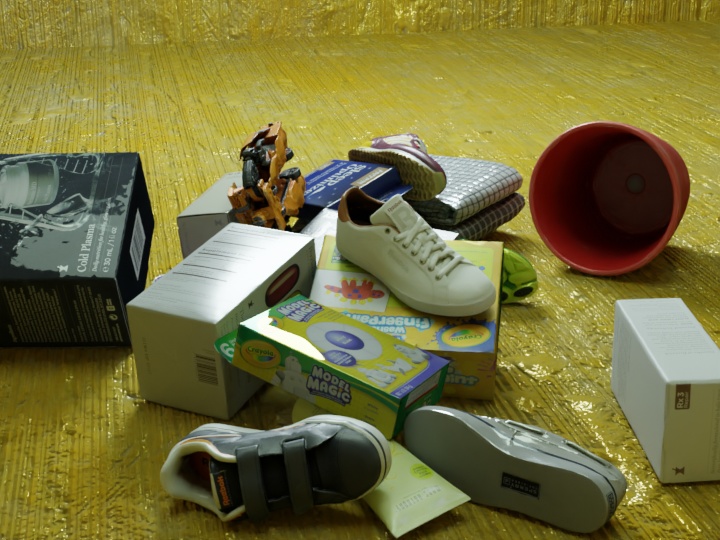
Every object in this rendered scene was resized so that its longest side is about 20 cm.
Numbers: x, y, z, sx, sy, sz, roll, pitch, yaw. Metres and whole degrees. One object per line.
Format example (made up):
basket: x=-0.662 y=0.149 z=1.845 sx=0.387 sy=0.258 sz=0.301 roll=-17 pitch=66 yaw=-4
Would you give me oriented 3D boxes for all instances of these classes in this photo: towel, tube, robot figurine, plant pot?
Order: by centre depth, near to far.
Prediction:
tube: x=0.009 y=0.165 z=1.084 sx=0.052 sy=0.058 sz=0.200 roll=35 pitch=1 yaw=-40
robot figurine: x=-0.116 y=-0.102 z=1.550 sx=0.058 sy=0.146 sz=0.201 roll=-14 pitch=26 yaw=16
plant pot: x=0.344 y=-0.104 z=1.625 sx=0.198 sy=0.203 sz=0.177 roll=10 pitch=14 yaw=27
towel: x=0.108 y=-0.091 z=1.726 sx=0.199 sy=0.087 sz=0.165 roll=11 pitch=30 yaw=42

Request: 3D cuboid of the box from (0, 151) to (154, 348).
box: x=-0.347 y=-0.024 z=1.393 sx=0.194 sy=0.125 sz=0.202 roll=-2 pitch=48 yaw=2

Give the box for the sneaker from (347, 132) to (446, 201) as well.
sneaker: x=0.067 y=-0.152 z=1.679 sx=0.090 sy=0.076 sz=0.199 roll=-30 pitch=29 yaw=-26

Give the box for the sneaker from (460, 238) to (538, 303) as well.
sneaker: x=0.132 y=-0.013 z=1.527 sx=0.198 sy=0.075 sz=0.083 roll=12 pitch=25 yaw=30

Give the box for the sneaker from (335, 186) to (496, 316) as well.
sneaker: x=0.050 y=-0.022 z=1.252 sx=0.199 sy=0.085 sz=0.073 roll=27 pitch=49 yaw=29

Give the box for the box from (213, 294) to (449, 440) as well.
box: x=-0.029 y=0.081 z=1.152 sx=0.198 sy=0.049 sz=0.117 roll=21 pitch=22 yaw=22

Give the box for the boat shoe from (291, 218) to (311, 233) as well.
boat shoe: x=-0.008 y=-0.045 z=1.638 sx=0.198 sy=0.074 sz=0.063 roll=0 pitch=24 yaw=37

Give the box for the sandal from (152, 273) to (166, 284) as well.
sandal: x=-0.197 y=0.036 z=1.435 sx=0.082 sy=0.050 sz=0.202 roll=-14 pitch=26 yaw=-28

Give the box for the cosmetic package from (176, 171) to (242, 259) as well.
cosmetic package: x=-0.166 y=-0.054 z=1.600 sx=0.072 sy=0.105 sz=0.200 roll=-3 pitch=18 yaw=14

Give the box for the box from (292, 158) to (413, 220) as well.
box: x=-0.029 y=-0.106 z=1.657 sx=0.121 sy=0.033 sz=0.199 roll=-33 pitch=25 yaw=-25

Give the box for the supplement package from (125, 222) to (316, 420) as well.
supplement package: x=-0.135 y=0.046 z=1.277 sx=0.108 sy=0.115 sz=0.200 roll=10 pitch=31 yaw=25

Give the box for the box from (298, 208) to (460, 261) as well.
box: x=0.000 y=0.000 z=1.467 sx=0.198 sy=0.050 sz=0.158 roll=11 pitch=40 yaw=30

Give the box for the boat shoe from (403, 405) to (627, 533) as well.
boat shoe: x=0.132 y=0.161 z=1.059 sx=0.198 sy=0.073 sz=0.065 roll=13 pitch=19 yaw=31

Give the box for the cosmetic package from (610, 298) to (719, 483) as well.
cosmetic package: x=0.291 y=0.107 z=1.157 sx=0.073 sy=0.103 sz=0.200 roll=-3 pitch=21 yaw=-3

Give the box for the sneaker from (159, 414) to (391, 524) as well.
sneaker: x=-0.075 y=0.169 z=1.027 sx=0.198 sy=0.079 sz=0.079 roll=-6 pitch=12 yaw=25

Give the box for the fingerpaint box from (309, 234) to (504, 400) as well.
fingerpaint box: x=0.048 y=0.047 z=1.294 sx=0.197 sy=0.074 sz=0.168 roll=2 pitch=43 yaw=8
